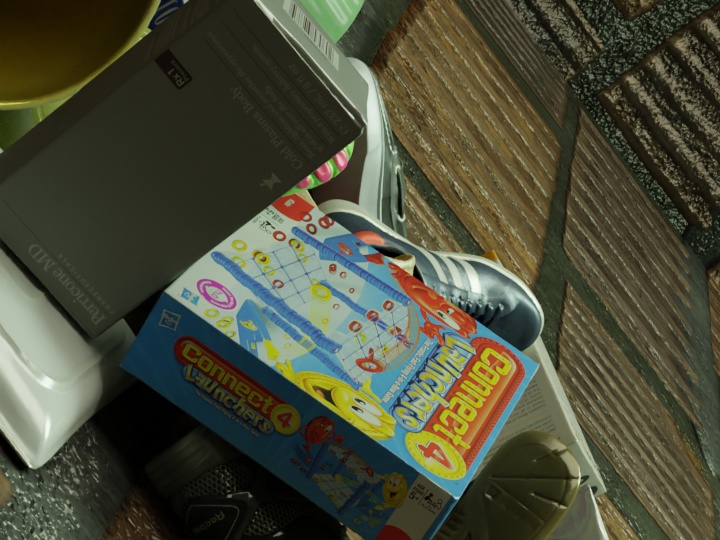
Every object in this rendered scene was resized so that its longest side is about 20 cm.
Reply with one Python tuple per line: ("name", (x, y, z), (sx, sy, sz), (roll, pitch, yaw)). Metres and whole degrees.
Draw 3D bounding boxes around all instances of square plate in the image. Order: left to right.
("square plate", (-0.198, -0.003, 1.178), (0.199, 0.028, 0.200), (54, 15, -3))

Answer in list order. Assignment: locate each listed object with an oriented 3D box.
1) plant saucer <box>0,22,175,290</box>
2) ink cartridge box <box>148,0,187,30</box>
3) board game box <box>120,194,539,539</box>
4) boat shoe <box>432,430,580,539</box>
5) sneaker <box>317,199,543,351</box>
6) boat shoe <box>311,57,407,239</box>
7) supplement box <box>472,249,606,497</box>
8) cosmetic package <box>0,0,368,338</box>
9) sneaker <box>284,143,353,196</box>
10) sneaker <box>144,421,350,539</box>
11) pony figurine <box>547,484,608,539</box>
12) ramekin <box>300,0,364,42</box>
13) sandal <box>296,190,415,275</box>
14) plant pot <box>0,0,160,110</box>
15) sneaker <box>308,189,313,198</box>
("plant saucer", (-0.148, -0.085, 1.345), (0.199, 0.031, 0.201), (26, 49, -34))
("ink cartridge box", (-0.150, -0.166, 1.534), (0.044, 0.094, 0.201), (43, 19, -33))
("board game box", (-0.011, 0.055, 1.250), (0.195, 0.056, 0.200), (34, 26, 3))
("boat shoe", (0.055, 0.182, 1.284), (0.072, 0.201, 0.066), (39, -17, 10))
("sneaker", (0.046, 0.025, 1.502), (0.199, 0.075, 0.085), (21, 24, -24))
("boat shoe", (0.003, -0.059, 1.568), (0.056, 0.068, 0.202), (-20, 116, -39))
("supplement box", (0.085, 0.099, 1.600), (0.074, 0.125, 0.201), (56, 11, -46))
("cosmetic package", (-0.102, -0.068, 1.177), (0.107, 0.200, 0.090), (47, 15, -16))
("sneaker", (-0.102, -0.063, 1.294), (0.084, 0.199, 0.077), (8, -74, 65))
("sneaker", (-0.039, 0.129, 1.265), (0.115, 0.076, 0.199), (60, 25, 4))
("pony figurine", (0.099, 0.229, 1.387), (0.194, 0.166, 0.200), (62, 0, 0))
("ramekin", (-0.088, -0.230, 1.676), (0.098, 0.199, 0.201), (51, 14, -40))
("sandal", (0.002, 0.000, 1.391), (0.213, 0.069, 0.078), (60, -20, -12))
("plant pot", (-0.227, -0.206, 1.264), (0.200, 0.200, 0.142), (44, -10, -33))
("sneaker", (-0.035, -0.048, 1.680), (0.078, 0.066, 0.201), (36, 24, -58))
